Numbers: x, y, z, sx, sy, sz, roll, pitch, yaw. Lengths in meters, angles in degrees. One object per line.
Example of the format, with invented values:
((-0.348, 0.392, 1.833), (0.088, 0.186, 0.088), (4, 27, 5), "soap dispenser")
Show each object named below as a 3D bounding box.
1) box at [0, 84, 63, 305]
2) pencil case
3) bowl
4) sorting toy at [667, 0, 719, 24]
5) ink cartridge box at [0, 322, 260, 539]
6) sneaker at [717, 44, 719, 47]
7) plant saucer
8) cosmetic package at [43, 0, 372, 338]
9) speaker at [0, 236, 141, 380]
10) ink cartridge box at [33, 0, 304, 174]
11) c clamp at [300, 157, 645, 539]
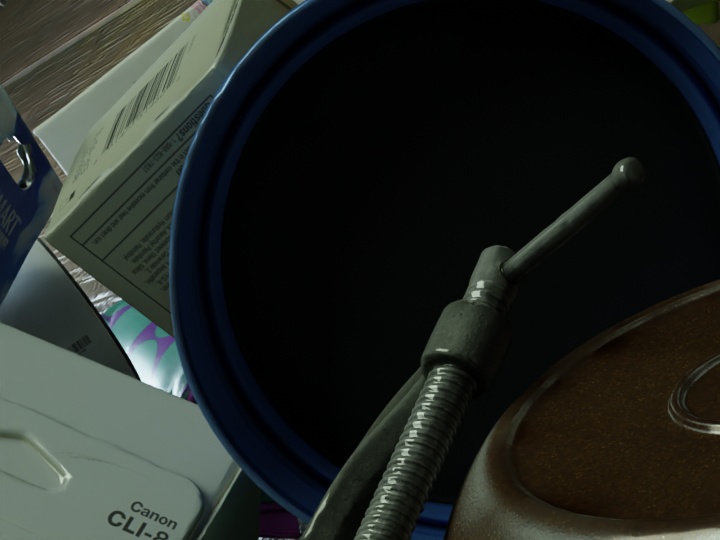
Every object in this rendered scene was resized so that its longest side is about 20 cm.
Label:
((-0.184, 0.027, 0.871), (0.200, 0.048, 0.122), (-64, -14, -15), "box")
((-0.071, 0.062, 1.103), (0.200, 0.085, 0.093), (-171, 84, -69), "pencil case")
((0.038, -0.003, 0.766), (0.201, 0.200, 0.039), (-51, 6, 6), "bowl")
((0.128, -0.131, 0.836), (0.180, 0.107, 0.200), (-35, 1, -42), "sorting toy")
((-0.128, 0.137, 0.848), (0.200, 0.145, 0.145), (93, -158, -50), "ink cartridge box")
((0.103, -0.042, 0.877), (0.200, 0.076, 0.076), (-35, 23, 41), "sneaker")
((0.110, 0.039, 0.616), (0.200, 0.032, 0.200), (-18, 18, 6), "plant saucer")
((0.000, 0.000, 0.852), (0.103, 0.200, 0.073), (-40, 21, 30), "cosmetic package")
((-0.190, 0.075, 0.964), (0.200, 0.081, 0.081), (-36, 15, -10), "speaker")
((-0.044, -0.101, 1.073), (0.200, 0.068, 0.116), (-37, 5, 2), "ink cartridge box")
((-0.003, 0.076, 0.645), (0.200, 0.027, 0.171), (-63, 8, -30), "c clamp")
